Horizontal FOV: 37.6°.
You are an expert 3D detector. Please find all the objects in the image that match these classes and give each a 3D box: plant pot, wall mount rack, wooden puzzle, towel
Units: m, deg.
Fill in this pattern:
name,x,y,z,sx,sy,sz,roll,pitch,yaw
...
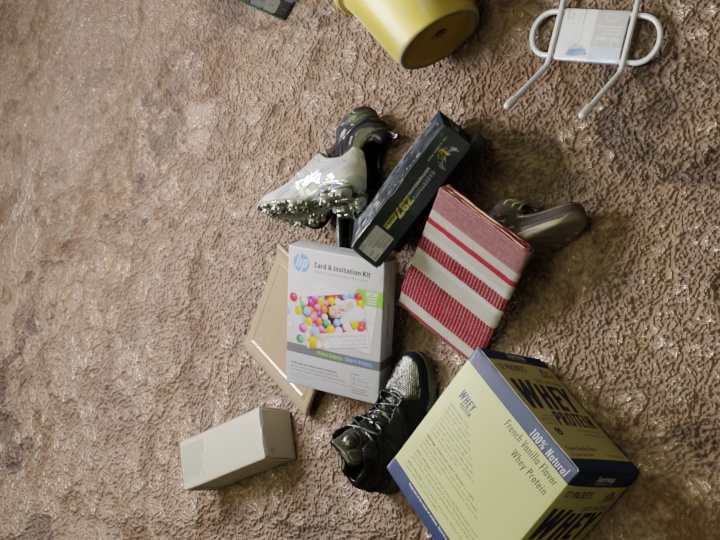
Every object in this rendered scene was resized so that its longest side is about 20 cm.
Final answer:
name,x,y,z,sx,sy,sz,roll,pitch,yaw
plant pot,0.066,-0.392,1.458,0.200,0.200,0.191,-39,73,31
wall mount rack,0.265,-0.270,1.304,0.198,0.074,0.177,16,93,45
wooden puzzle,-0.096,0.088,1.593,0.185,0.037,0.203,41,122,42
towel,0.129,0.007,1.341,0.144,0.023,0.202,39,133,22

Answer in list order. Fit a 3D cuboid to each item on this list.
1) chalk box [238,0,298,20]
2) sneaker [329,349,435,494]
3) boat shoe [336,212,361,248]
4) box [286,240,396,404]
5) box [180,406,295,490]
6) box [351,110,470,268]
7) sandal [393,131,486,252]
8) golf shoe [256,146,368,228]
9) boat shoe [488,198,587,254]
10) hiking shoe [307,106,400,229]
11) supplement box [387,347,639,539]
name,x,y,z,sx,sy,sz,roll,pitch,yaw
chalk box,-0.164,-0.507,1.740,0.200,0.123,0.125,48,114,38
sneaker,0.030,0.200,1.404,0.076,0.113,0.202,27,98,42
boat shoe,0.000,0.000,1.511,0.074,0.061,0.204,-14,73,37
box,-0.029,0.071,1.470,0.154,0.041,0.204,11,106,27
box,-0.192,0.278,1.633,0.198,0.068,0.084,-26,64,37
box,0.065,-0.112,1.404,0.201,0.051,0.158,-52,9,12
sandal,0.108,-0.096,1.429,0.201,0.043,0.076,-50,9,20
golf shoe,-0.065,-0.121,1.522,0.198,0.078,0.099,-8,63,38
boat shoe,0.191,-0.056,1.330,0.198,0.074,0.075,-21,67,38
hiking shoe,-0.021,-0.138,1.552,0.101,0.075,0.202,46,112,43
supplement box,0.174,0.235,1.240,0.201,0.133,0.201,-56,49,20
